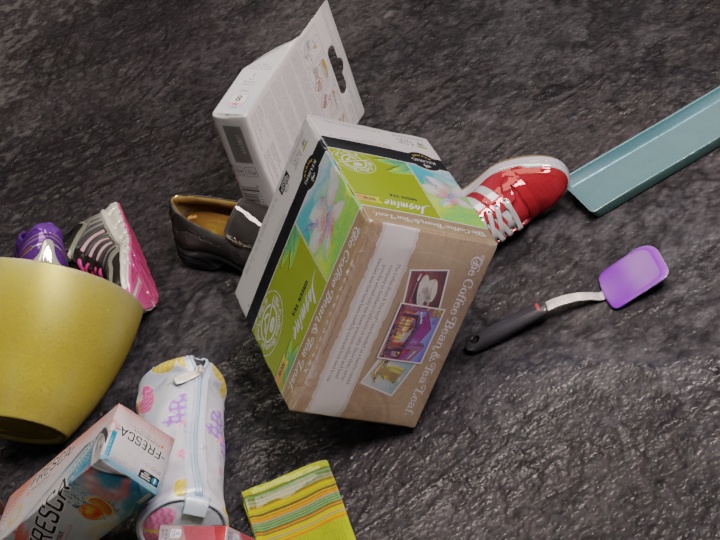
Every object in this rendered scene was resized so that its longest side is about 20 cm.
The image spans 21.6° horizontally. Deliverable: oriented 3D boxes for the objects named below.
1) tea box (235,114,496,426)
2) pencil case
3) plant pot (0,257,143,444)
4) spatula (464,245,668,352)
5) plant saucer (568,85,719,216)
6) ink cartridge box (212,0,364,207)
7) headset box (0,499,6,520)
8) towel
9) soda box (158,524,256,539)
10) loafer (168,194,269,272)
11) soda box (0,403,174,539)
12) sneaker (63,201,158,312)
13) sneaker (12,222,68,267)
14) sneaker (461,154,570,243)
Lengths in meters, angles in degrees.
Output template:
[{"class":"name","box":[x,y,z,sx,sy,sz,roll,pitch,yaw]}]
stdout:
[{"class":"tea box","box":[0.000,0.000,1.700,0.133,0.200,0.197,10,27,-27]},{"class":"pencil case","box":[-0.161,0.169,1.717,0.091,0.083,0.200,-46,29,29]},{"class":"plant pot","box":[-0.322,0.089,1.841,0.199,0.200,0.142,-2,68,26]},{"class":"spatula","box":[0.188,0.031,1.744,0.199,0.021,0.057,-22,39,4]},{"class":"plant saucer","box":[0.298,-0.117,1.862,0.200,0.019,0.070,-30,38,-8]},{"class":"ink cartridge box","box":[-0.074,-0.166,2.005,0.057,0.163,0.200,4,46,25]},{"class":"headset box","box":[-0.412,0.180,1.747,0.075,0.200,0.148,-40,41,-20]},{"class":"towel","box":[-0.044,0.243,1.621,0.086,0.018,0.200,-25,38,0]},{"class":"soda box","box":[-0.129,0.305,1.486,0.063,0.070,0.201,-3,70,23]},{"class":"loafer","box":[-0.117,-0.040,1.951,0.199,0.072,0.073,2,44,29]},{"class":"soda box","box":[-0.249,0.200,1.671,0.200,0.063,0.069,-40,25,39]},{"class":"sneaker","box":[-0.272,0.000,1.991,0.087,0.074,0.200,-26,33,-2]},{"class":"sneaker","box":[-0.330,-0.004,1.957,0.080,0.200,0.084,6,78,-18]},{"class":"sneaker","box":[0.113,-0.037,1.823,0.199,0.071,0.113,-23,33,15]}]
